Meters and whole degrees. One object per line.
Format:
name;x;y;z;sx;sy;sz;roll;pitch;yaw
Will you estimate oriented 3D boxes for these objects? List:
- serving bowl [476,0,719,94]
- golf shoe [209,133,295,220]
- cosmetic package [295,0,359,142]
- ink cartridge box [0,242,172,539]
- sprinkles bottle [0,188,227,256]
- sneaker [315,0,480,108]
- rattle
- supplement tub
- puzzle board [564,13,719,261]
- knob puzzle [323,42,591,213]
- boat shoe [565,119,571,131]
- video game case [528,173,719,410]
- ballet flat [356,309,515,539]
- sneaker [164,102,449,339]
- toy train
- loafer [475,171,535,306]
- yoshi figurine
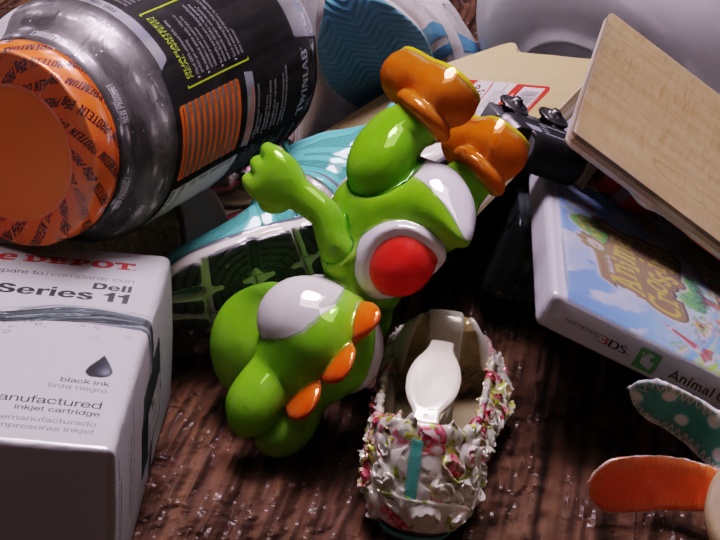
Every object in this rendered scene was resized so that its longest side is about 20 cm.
serving bowl;0.156;-0.137;1.239;0.199;0.201;0.066;18;53;29
golf shoe;-0.131;-0.038;1.105;0.198;0.092;0.073;-16;67;-9
cosmetic package;-0.070;-0.181;1.301;0.166;0.168;0.200;14;26;20
ink cartridge box;-0.165;0.061;0.839;0.145;0.084;0.200;4;23;-1
sprinkles bottle;-0.171;-0.011;0.997;0.198;0.069;0.068;-1;23;-26
sneaker;0.024;-0.151;1.243;0.076;0.081;0.200;-15;-23;19
rattle;0.223;0.099;0.843;0.199;0.131;0.142;-10;-3;43
supplement tub;-0.116;-0.090;0.961;0.122;0.124;0.200;15;26;24
puzzle board;0.202;-0.048;1.046;0.199;0.017;0.151;36;34;-8
knob puzzle;0.036;-0.064;1.140;0.218;0.031;0.220;-27;29;16
boat shoe;0.198;-0.053;1.197;0.199;0.072;0.070;13;-4;33
video game case;0.173;0.017;0.991;0.181;0.022;0.200;26;23;-7
ballet flat;0.040;0.057;0.909;0.075;0.064;0.200;5;23;2
sneaker;-0.028;-0.027;1.007;0.199;0.078;0.080;-28;51;-26
toy train;0.150;-0.053;1.043;0.199;0.034;0.046;14;30;-33
loafer;0.113;-0.030;1.128;0.072;0.073;0.200;22;29;-7
yoshi figurine;-0.011;-0.006;0.925;0.112;0.201;0.112;33;-10;9
